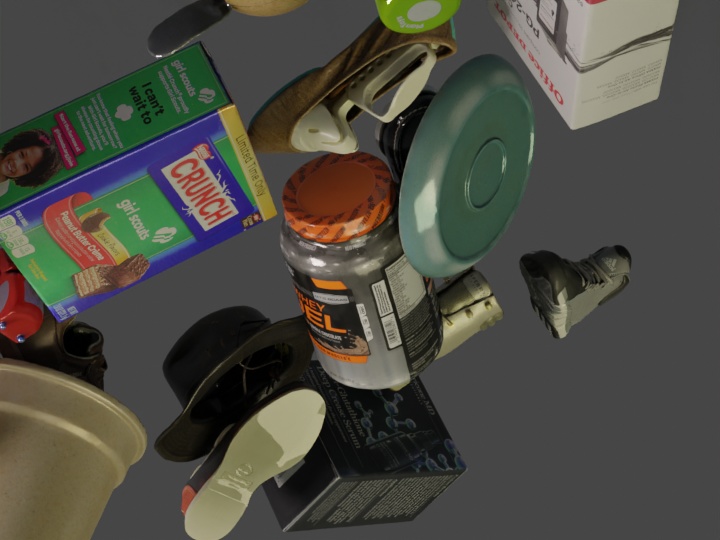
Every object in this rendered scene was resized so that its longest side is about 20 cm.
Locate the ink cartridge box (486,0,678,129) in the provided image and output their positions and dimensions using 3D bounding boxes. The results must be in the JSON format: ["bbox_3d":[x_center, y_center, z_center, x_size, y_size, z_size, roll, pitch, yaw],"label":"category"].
[{"bbox_3d":[0.165,-0.223,1.177,0.083,0.145,0.200,-23,151,-12],"label":"ink cartridge box"}]

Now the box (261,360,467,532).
[{"bbox_3d":[-0.011,0.185,1.687,0.200,0.148,0.107,4,139,-45],"label":"box"}]

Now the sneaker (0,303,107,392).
[{"bbox_3d":[-0.252,0.091,1.401,0.076,0.070,0.200,-30,153,-2],"label":"sneaker"}]

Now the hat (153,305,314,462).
[{"bbox_3d":[-0.131,0.088,1.494,0.201,0.081,0.201,-38,162,-14],"label":"hat"}]

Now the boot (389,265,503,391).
[{"bbox_3d":[0.061,0.048,1.610,0.155,0.072,0.200,-32,157,8],"label":"boot"}]

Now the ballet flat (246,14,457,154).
[{"bbox_3d":[-0.003,-0.138,1.244,0.200,0.072,0.068,-36,152,14],"label":"ballet flat"}]

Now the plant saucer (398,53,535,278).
[{"bbox_3d":[0.099,-0.085,1.354,0.200,0.027,0.200,-36,136,-45],"label":"plant saucer"}]

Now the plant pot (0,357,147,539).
[{"bbox_3d":[-0.300,0.201,1.333,0.200,0.184,0.201,9,148,6],"label":"plant pot"}]

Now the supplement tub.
[{"bbox_3d":[0.000,0.000,1.390,0.122,0.123,0.200,-24,133,-8],"label":"supplement tub"}]

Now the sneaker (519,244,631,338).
[{"bbox_3d":[0.238,-0.001,1.700,0.115,0.075,0.200,-33,162,-3],"label":"sneaker"}]

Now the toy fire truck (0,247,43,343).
[{"bbox_3d":[-0.331,0.087,1.248,0.200,0.141,0.049,-31,152,4],"label":"toy fire truck"}]

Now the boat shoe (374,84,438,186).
[{"bbox_3d":[0.062,-0.089,1.395,0.076,0.060,0.200,-28,152,-2],"label":"boat shoe"}]

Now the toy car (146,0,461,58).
[{"bbox_3d":[-0.060,-0.219,0.992,0.200,0.164,0.158,-22,154,14],"label":"toy car"}]

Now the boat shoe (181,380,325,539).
[{"bbox_3d":[-0.106,0.174,1.518,0.071,0.063,0.200,31,112,-20],"label":"boat shoe"}]

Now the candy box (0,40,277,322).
[{"bbox_3d":[-0.178,-0.064,1.205,0.200,0.077,0.169,-27,151,-5],"label":"candy box"}]
